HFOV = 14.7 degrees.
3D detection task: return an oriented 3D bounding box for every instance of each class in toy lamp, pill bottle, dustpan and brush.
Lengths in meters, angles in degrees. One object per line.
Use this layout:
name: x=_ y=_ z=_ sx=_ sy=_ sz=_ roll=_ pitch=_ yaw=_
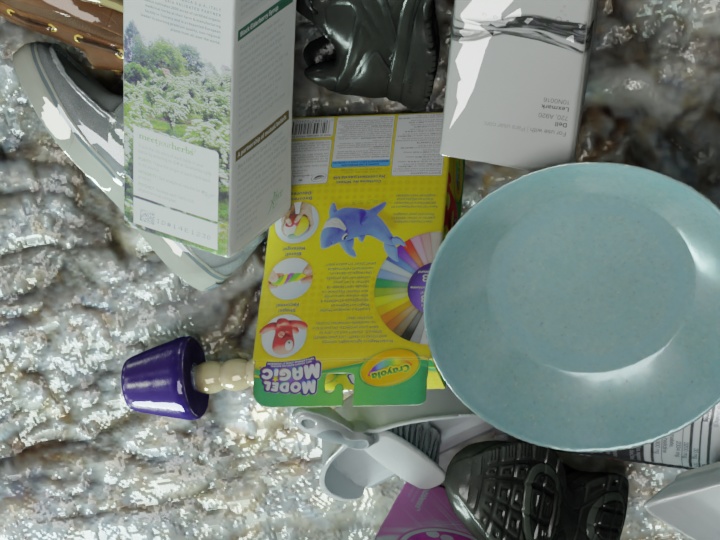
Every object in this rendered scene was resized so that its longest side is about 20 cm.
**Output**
toy lamp: x=-0.060 y=0.065 z=1.831 sx=0.199 sy=0.058 sz=0.059 roll=-7 pitch=109 yaw=14
pill bottle: x=0.205 y=0.072 z=1.737 sx=0.199 sy=0.106 sz=0.107 roll=8 pitch=113 yaw=11
dustpan and brush: x=0.011 y=0.104 z=1.760 sx=0.139 sy=0.058 sz=0.200 roll=-27 pitch=144 yaw=22

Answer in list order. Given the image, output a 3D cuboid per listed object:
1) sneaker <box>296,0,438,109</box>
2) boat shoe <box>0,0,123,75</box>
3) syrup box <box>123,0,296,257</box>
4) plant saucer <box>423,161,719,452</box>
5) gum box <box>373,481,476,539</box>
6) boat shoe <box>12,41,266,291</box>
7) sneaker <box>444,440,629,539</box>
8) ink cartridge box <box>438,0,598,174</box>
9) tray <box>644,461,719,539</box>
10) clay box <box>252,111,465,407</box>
sneaker: x=0.006 y=-0.183 z=1.668 sx=0.090 sy=0.076 sz=0.201 roll=3 pitch=126 yaw=-3
boat shoe: x=-0.143 y=-0.160 z=1.758 sx=0.199 sy=0.072 sz=0.068 roll=23 pitch=132 yaw=2
syrup box: x=-0.090 y=-0.118 z=1.663 sx=0.078 sy=0.081 sz=0.201 roll=17 pitch=122 yaw=24
plant saucer: x=0.137 y=0.015 z=1.649 sx=0.199 sy=0.039 sz=0.202 roll=2 pitch=121 yaw=3
gum box: x=0.054 y=0.217 z=1.780 sx=0.113 sy=0.200 sz=0.067 roll=17 pitch=115 yaw=8
boat shoe: x=-0.138 y=-0.080 z=1.791 sx=0.071 sy=0.070 sz=0.201 roll=-38 pitch=102 yaw=14
sneaker: x=0.094 y=0.146 z=1.756 sx=0.090 sy=0.200 sz=0.076 roll=12 pitch=82 yaw=31
ink cartridge box: x=0.100 y=-0.175 z=1.641 sx=0.084 sy=0.146 sz=0.201 roll=8 pitch=112 yaw=4
tray: x=0.254 y=0.144 z=1.730 sx=0.107 sy=0.200 sz=0.022 roll=-17 pitch=68 yaw=20
clay box: x=0.000 y=0.000 z=1.721 sx=0.114 sy=0.201 sz=0.048 roll=-1 pitch=153 yaw=15
